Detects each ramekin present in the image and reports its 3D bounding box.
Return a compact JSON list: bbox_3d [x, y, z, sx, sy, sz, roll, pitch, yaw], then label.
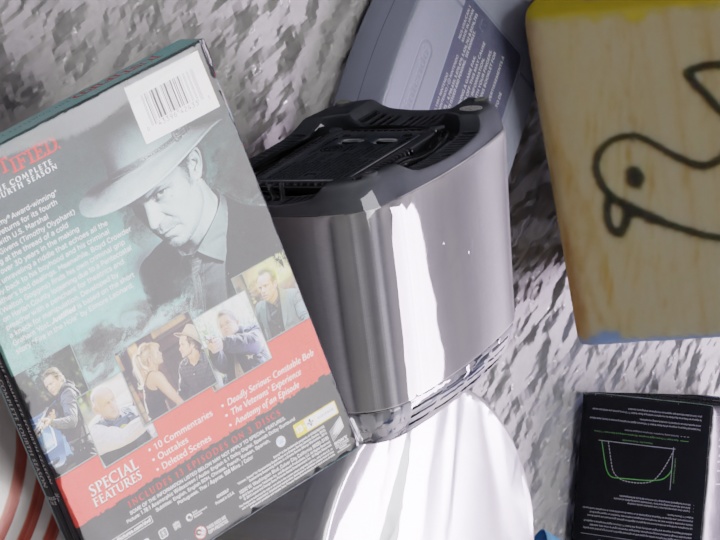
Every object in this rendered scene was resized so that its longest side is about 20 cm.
[{"bbox_3d":[-0.002,0.151,1.349,0.202,0.094,0.203,-10,102,-55],"label":"ramekin"}]

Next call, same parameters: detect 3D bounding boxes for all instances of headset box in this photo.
[{"bbox_3d":[0.210,0.179,1.661,0.174,0.092,0.201,4,90,-56],"label":"headset box"}]

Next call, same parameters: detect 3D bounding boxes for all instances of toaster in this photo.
[{"bbox_3d":[0.000,0.000,1.270,0.200,0.113,0.130,-35,120,-57],"label":"toaster"}]

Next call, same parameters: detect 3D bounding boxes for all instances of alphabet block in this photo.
[{"bbox_3d":[0.218,-0.090,1.530,0.196,0.194,0.201,-57,138,-61],"label":"alphabet block"}]

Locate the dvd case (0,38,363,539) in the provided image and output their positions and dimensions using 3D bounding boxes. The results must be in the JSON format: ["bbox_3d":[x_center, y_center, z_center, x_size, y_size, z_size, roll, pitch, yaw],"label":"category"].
[{"bbox_3d":[-0.091,0.021,1.140,0.146,0.022,0.201,-31,111,-28],"label":"dvd case"}]

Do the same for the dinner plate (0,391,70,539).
[{"bbox_3d":[-0.200,0.072,1.087,0.200,0.024,0.201,0,90,-42],"label":"dinner plate"}]

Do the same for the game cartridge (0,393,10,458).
[{"bbox_3d":[-0.129,0.048,1.207,0.133,0.040,0.201,41,60,-53],"label":"game cartridge"}]

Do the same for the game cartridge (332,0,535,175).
[{"bbox_3d":[0.037,-0.078,1.435,0.133,0.041,0.201,47,55,-51],"label":"game cartridge"}]

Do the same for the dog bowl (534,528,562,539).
[{"bbox_3d":[0.097,0.234,1.453,0.112,0.049,0.201,-82,-173,-55],"label":"dog bowl"}]
